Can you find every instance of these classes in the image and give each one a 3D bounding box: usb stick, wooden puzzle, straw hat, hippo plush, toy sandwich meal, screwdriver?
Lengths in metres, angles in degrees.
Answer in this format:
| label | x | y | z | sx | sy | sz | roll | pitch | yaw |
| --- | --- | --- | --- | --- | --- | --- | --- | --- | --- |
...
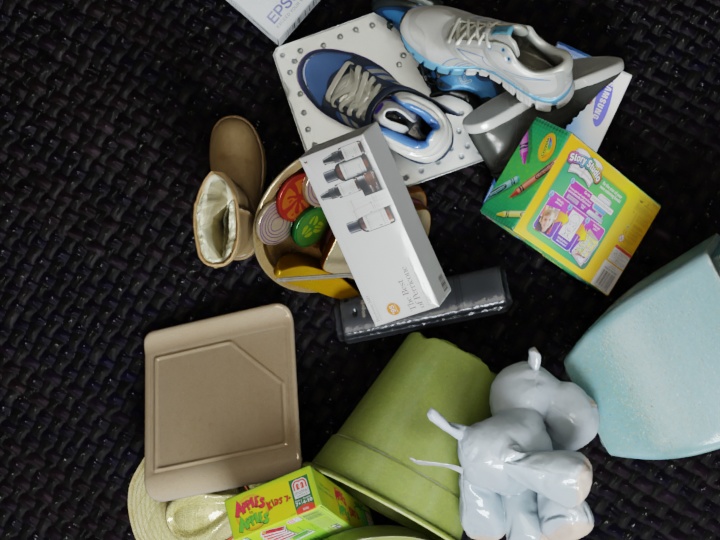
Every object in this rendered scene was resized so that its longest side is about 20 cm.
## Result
| label | x | y | z | sx | sy | sz | roll | pitch | yaw |
| --- | --- | --- | --- | --- | --- | --- | --- | --- | --- |
| usb stick | 0.069 | 0.038 | 1.605 | 0.198 | 0.033 | 0.056 | -12 | 65 | 8 |
| wooden puzzle | -0.155 | 0.149 | 1.634 | 0.184 | 0.037 | 0.202 | -13 | 63 | 13 |
| straw hat | -0.174 | 0.271 | 1.647 | 0.199 | 0.085 | 0.203 | 0 | 89 | 4 |
| hippo plush | 0.163 | 0.182 | 1.514 | 0.199 | 0.161 | 0.160 | 23 | 134 | 5 |
| toy sandwich meal | -0.021 | -0.044 | 1.608 | 0.204 | 0.070 | 0.207 | -14 | 125 | -20 |
| screwdriver | 0.000 | 0.000 | 1.591 | 0.198 | 0.028 | 0.029 | 2 | 91 | -25 |

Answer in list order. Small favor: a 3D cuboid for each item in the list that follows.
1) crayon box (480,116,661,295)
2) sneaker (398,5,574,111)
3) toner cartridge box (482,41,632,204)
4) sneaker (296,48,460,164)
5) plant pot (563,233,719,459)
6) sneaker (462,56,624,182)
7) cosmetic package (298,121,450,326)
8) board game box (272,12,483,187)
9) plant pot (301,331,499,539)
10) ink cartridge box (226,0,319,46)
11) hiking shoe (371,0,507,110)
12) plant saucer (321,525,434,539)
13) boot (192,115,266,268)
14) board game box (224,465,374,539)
| label | x | y | z | sx | sy | sz | roll | pitch | yaw |
| --- | --- | --- | --- | --- | --- | --- | --- | --- | --- |
| crayon box | 0.231 | -0.067 | 1.579 | 0.058 | 0.200 | 0.119 | 33 | 92 | 46 |
| sneaker | 0.136 | -0.241 | 1.524 | 0.199 | 0.087 | 0.075 | 20 | 71 | 7 |
| toner cartridge box | 0.222 | -0.147 | 1.648 | 0.094 | 0.043 | 0.201 | 24 | 91 | 2 |
| sneaker | 0.015 | -0.186 | 1.582 | 0.199 | 0.146 | 0.081 | 34 | 91 | 2 |
| plant pot | 0.336 | 0.100 | 1.572 | 0.199 | 0.196 | 0.197 | -28 | 88 | 18 |
| sneaker | 0.211 | -0.161 | 1.600 | 0.199 | 0.071 | 0.100 | -28 | 115 | -14 |
| cosmetic package | 0.016 | -0.047 | 1.534 | 0.082 | 0.051 | 0.201 | -18 | 105 | 28 |
| board game box | 0.023 | -0.190 | 1.668 | 0.199 | 0.026 | 0.201 | -19 | 88 | 3 |
| plant pot | 0.065 | 0.177 | 1.598 | 0.199 | 0.200 | 0.191 | 27 | 79 | 3 |
| ink cartridge box | -0.102 | -0.395 | 1.657 | 0.200 | 0.041 | 0.200 | 41 | 85 | 2 |
| hiking shoe | 0.089 | -0.239 | 1.611 | 0.199 | 0.074 | 0.087 | 33 | 83 | -2 |
| plant saucer | 0.006 | 0.334 | 1.606 | 0.198 | 0.201 | 0.031 | -14 | 51 | 3 |
| boot | -0.143 | -0.091 | 1.589 | 0.066 | 0.200 | 0.177 | -6 | 90 | 3 |
| board game box | -0.060 | 0.275 | 1.579 | 0.101 | 0.200 | 0.048 | -23 | 62 | 10 |
